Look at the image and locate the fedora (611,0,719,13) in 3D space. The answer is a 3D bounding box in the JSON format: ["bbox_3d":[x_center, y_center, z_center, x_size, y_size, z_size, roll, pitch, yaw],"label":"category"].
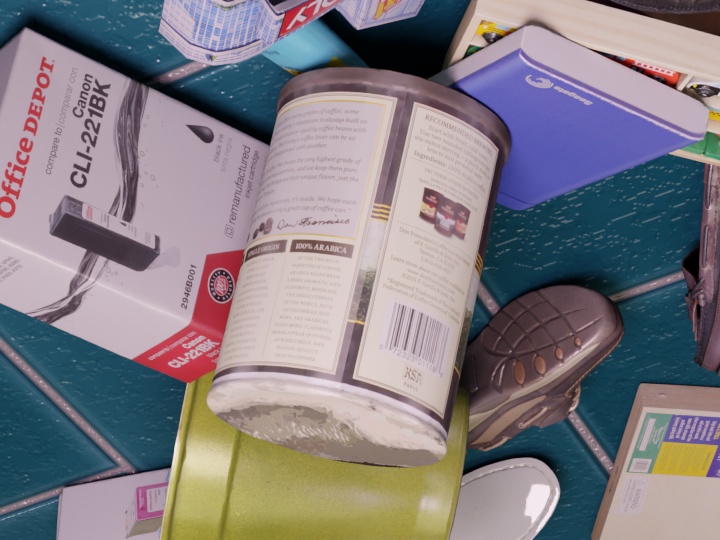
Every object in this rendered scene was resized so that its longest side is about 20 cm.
[{"bbox_3d":[0.192,-0.235,1.127,0.199,0.092,0.201,0,138,0],"label":"fedora"}]

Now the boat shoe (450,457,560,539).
[{"bbox_3d":[0.080,0.212,1.643,0.200,0.076,0.060,-34,167,19],"label":"boat shoe"}]

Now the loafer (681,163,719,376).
[{"bbox_3d":[0.246,-0.015,1.401,0.063,0.072,0.201,17,132,10],"label":"loafer"}]

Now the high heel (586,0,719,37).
[{"bbox_3d":[0.193,-0.167,1.217,0.199,0.068,0.096,-7,148,11],"label":"high heel"}]

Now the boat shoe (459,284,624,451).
[{"bbox_3d":[0.121,0.072,1.491,0.073,0.075,0.200,19,144,-35],"label":"boat shoe"}]

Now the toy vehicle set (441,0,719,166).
[{"bbox_3d":[0.154,-0.116,1.241,0.199,0.027,0.124,14,162,-3],"label":"toy vehicle set"}]

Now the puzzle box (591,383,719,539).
[{"bbox_3d":[0.263,0.162,1.616,0.132,0.026,0.200,4,137,-5],"label":"puzzle box"}]

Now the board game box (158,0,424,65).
[{"bbox_3d":[-0.006,-0.179,1.069,0.200,0.062,0.200,-37,165,-24],"label":"board game box"}]

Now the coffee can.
[{"bbox_3d":[0.000,0.000,1.239,0.146,0.201,0.146,12,161,4],"label":"coffee can"}]

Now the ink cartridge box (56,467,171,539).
[{"bbox_3d":[-0.124,0.225,1.635,0.199,0.085,0.145,-11,137,12],"label":"ink cartridge box"}]

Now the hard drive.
[{"bbox_3d":[0.101,-0.089,1.272,0.131,0.025,0.200,22,160,-23],"label":"hard drive"}]

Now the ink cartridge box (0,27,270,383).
[{"bbox_3d":[-0.157,-0.038,1.288,0.199,0.145,0.084,24,150,-26],"label":"ink cartridge box"}]

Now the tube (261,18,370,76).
[{"bbox_3d":[-0.056,-0.153,1.244,0.200,0.077,0.051,37,86,-33],"label":"tube"}]

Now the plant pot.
[{"bbox_3d":[-0.028,0.129,1.425,0.192,0.201,0.201,11,137,-2],"label":"plant pot"}]
